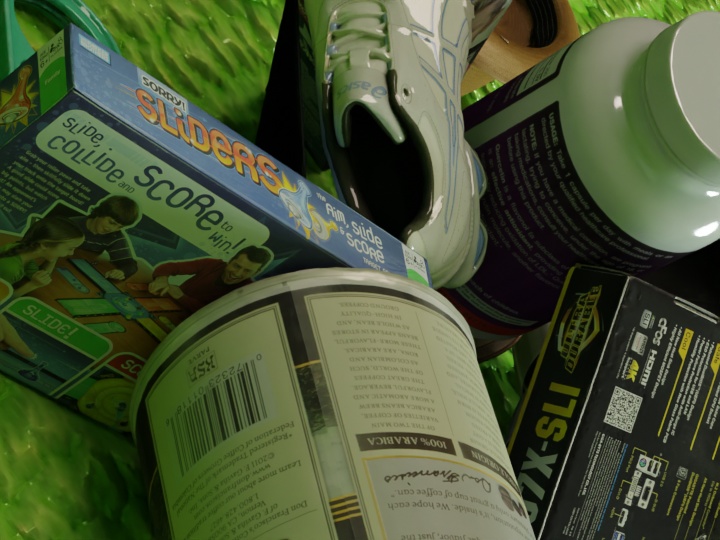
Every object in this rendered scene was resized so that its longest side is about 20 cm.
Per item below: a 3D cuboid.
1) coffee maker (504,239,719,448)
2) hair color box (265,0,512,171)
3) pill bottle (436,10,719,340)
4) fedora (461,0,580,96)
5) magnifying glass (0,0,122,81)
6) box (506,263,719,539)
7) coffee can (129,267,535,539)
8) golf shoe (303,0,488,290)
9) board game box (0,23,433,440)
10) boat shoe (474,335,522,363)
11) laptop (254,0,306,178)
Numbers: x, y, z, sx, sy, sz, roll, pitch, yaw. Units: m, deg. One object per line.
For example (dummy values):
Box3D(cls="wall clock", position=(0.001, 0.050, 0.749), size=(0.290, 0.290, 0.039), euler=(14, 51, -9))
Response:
Box3D(cls="coffee maker", position=(0.165, 0.058, 1.209), size=(0.135, 0.191, 0.201), euler=(59, 20, -27))
Box3D(cls="hair color box", position=(0.016, -0.123, 1.179), size=(0.061, 0.100, 0.200), euler=(55, -13, 6))
Box3D(cls="pill bottle", position=(0.107, -0.046, 1.082), size=(0.112, 0.199, 0.113), euler=(15, 63, -32))
Box3D(cls="fedora", position=(0.058, -0.169, 1.471), size=(0.200, 0.082, 0.202), euler=(36, 33, -27))
Box3D(cls="magnifying glass", position=(-0.151, -0.081, 1.032), size=(0.080, 0.022, 0.200), euler=(47, 24, -13))
Box3D(cls="box", position=(0.134, 0.118, 1.052), size=(0.159, 0.202, 0.049), euler=(23, -7, -33))
Box3D(cls="coffee can", position=(-0.001, 0.121, 0.862), size=(0.146, 0.146, 0.201), euler=(31, 31, -40))
Box3D(cls="golf shoe", position=(0.012, -0.090, 1.017), size=(0.097, 0.078, 0.202), euler=(6, 70, -76))
Box3D(cls="board game box", position=(-0.084, 0.000, 0.894), size=(0.199, 0.135, 0.035), euler=(33, 33, -39))
Box3D(cls="boat shoe", position=(0.044, -0.037, 1.239), size=(0.201, 0.071, 0.068), euler=(-102, 169, -50))
Box3D(cls="laptop", position=(0.000, 0.000, 1.077), size=(0.200, 0.116, 0.188), euler=(39, 27, -28))
